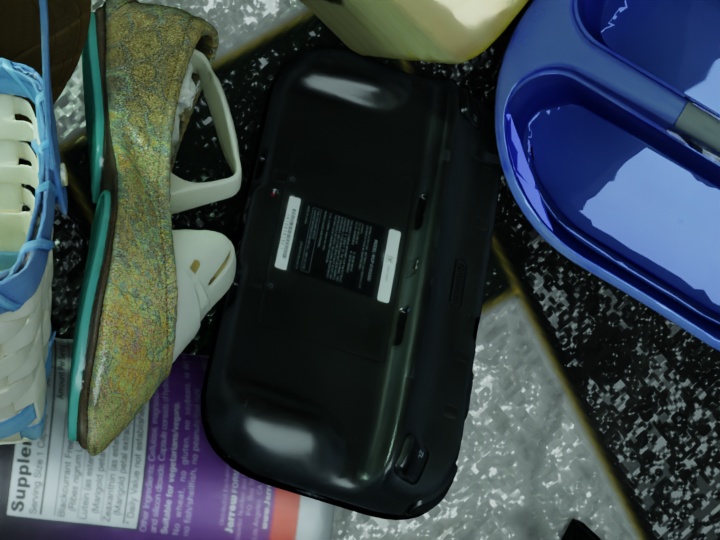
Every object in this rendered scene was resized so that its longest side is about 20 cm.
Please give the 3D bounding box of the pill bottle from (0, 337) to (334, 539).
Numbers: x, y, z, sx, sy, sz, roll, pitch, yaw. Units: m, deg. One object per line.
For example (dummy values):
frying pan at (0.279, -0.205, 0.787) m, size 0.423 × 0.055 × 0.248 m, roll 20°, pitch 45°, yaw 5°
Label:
pill bottle at (-0.116, 0.084, 0.896) m, size 0.199 × 0.111 × 0.112 m, roll 7°, pitch 97°, yaw -11°

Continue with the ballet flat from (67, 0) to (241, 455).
ballet flat at (-0.078, -0.022, 0.865) m, size 0.070 × 0.071 × 0.201 m, roll 5°, pitch 56°, yaw -11°

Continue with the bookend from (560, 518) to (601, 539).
bookend at (0.140, 0.248, 0.978) m, size 0.199 × 0.092 × 0.200 m, roll 28°, pitch 93°, yaw -14°

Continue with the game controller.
game controller at (0.000, 0.000, 0.894) m, size 0.104 × 0.042 × 0.201 m, roll 14°, pitch 58°, yaw -5°

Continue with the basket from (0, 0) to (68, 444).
basket at (-0.188, -0.028, 0.776) m, size 0.175 × 0.140 × 0.201 m, roll -5°, pitch 137°, yaw -3°

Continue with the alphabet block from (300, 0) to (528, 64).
alphabet block at (0.010, -0.214, 0.828) m, size 0.200 × 0.195 × 0.197 m, roll 42°, pitch 88°, yaw -12°

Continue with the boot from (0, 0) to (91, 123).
boot at (-0.176, -0.148, 0.862) m, size 0.073 × 0.201 × 0.155 m, roll -31°, pitch 64°, yaw -29°

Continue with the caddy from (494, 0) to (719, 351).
caddy at (0.149, -0.048, 0.905) m, size 0.199 × 0.105 × 0.142 m, roll 31°, pitch 93°, yaw 3°
